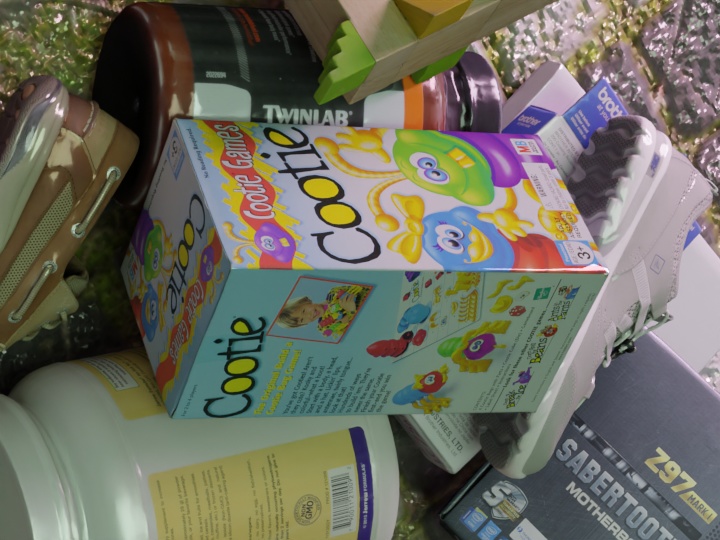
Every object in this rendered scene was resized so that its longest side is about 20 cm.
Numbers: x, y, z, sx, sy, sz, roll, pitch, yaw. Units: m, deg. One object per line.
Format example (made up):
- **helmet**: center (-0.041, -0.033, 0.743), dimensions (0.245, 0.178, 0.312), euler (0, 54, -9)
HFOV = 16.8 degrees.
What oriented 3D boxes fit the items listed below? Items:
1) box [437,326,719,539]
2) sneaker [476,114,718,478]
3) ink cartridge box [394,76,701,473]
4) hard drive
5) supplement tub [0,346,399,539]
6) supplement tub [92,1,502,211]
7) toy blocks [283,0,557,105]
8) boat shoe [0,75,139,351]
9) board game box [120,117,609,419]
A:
- **box**: center (0.165, 0.148, 1.338), dimensions (0.200, 0.051, 0.158), euler (44, 84, 8)
- **sneaker**: center (0.131, 0.023, 1.290), dimensions (0.082, 0.075, 0.201), euler (27, 89, -25)
- **ink cartridge box**: center (0.082, -0.001, 1.326), dimensions (0.200, 0.042, 0.120), euler (-42, 115, -9)
- **hard drive**: center (0.124, -0.001, 1.382), dimensions (0.132, 0.027, 0.200), euler (-47, 115, -9)
- **supplement tub**: center (-0.097, 0.109, 1.223), dimensions (0.199, 0.145, 0.147), euler (-11, 105, -30)
- **supplement tub**: center (-0.029, -0.081, 1.247), dimensions (0.199, 0.107, 0.108), euler (0, 101, -25)
- **toy blocks**: center (0.026, -0.177, 1.194), dimensions (0.199, 0.100, 0.137), euler (-28, 79, -24)
- **boat shoe**: center (-0.169, 0.004, 1.193), dimensions (0.071, 0.076, 0.201), euler (21, 115, -19)
- **board game box**: center (0.000, 0.000, 1.187), dimensions (0.199, 0.103, 0.105), euler (1, 135, -27)
